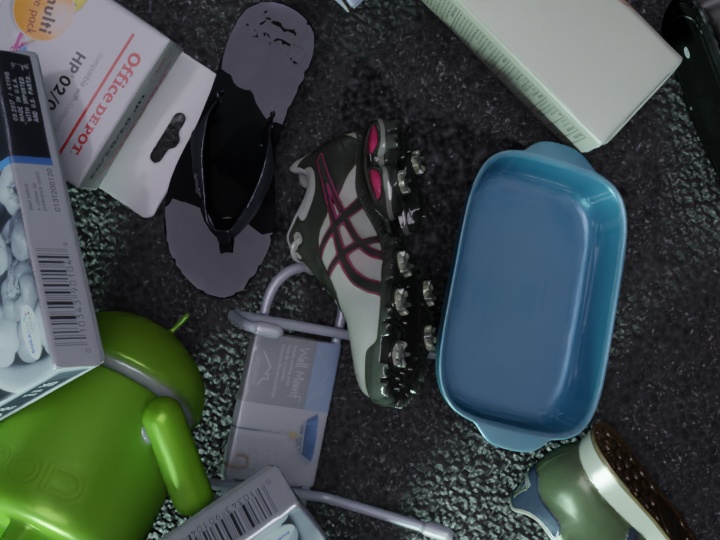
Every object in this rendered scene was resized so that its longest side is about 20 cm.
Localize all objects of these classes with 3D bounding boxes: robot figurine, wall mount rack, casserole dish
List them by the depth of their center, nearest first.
[{"bbox_3d":[-0.172,0.114,0.854,0.116,0.174,0.201,43,58,-33],"label":"robot figurine"},{"bbox_3d":[0.108,0.017,0.886,0.120,0.039,0.202,14,81,-18],"label":"casserole dish"},{"bbox_3d":[-0.016,0.102,0.897,0.172,0.074,0.202,10,94,-25],"label":"wall mount rack"}]

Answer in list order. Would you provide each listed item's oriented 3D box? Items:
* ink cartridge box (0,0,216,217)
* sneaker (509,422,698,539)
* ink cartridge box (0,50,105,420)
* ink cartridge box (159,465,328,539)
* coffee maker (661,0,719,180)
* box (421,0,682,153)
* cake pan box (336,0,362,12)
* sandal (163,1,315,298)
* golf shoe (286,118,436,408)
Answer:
[{"bbox_3d":[-0.197,-0.133,0.888,0.199,0.068,0.116,33,92,-2],"label":"ink cartridge box"},{"bbox_3d":[0.177,0.199,0.908,0.089,0.067,0.201,-31,103,24],"label":"sneaker"},{"bbox_3d":[-0.247,-0.002,0.827,0.199,0.043,0.200,-28,71,38],"label":"ink cartridge box"},{"bbox_3d":[-0.090,0.237,0.843,0.197,0.043,0.201,-34,136,-4],"label":"ink cartridge box"},{"bbox_3d":[0.320,-0.125,0.870,0.198,0.135,0.194,-22,115,2],"label":"coffee maker"},{"bbox_3d":[0.104,-0.173,0.873,0.200,0.095,0.078,45,90,-3],"label":"box"},{"bbox_3d":[0.011,-0.269,0.832,0.184,0.200,0.052,-41,129,2],"label":"cake pan box"},{"bbox_3d":[-0.084,-0.078,0.890,0.075,0.043,0.202,13,102,-4],"label":"sandal"},{"bbox_3d":[0.000,0.000,0.867,0.087,0.077,0.202,-12,56,17],"label":"golf shoe"}]
